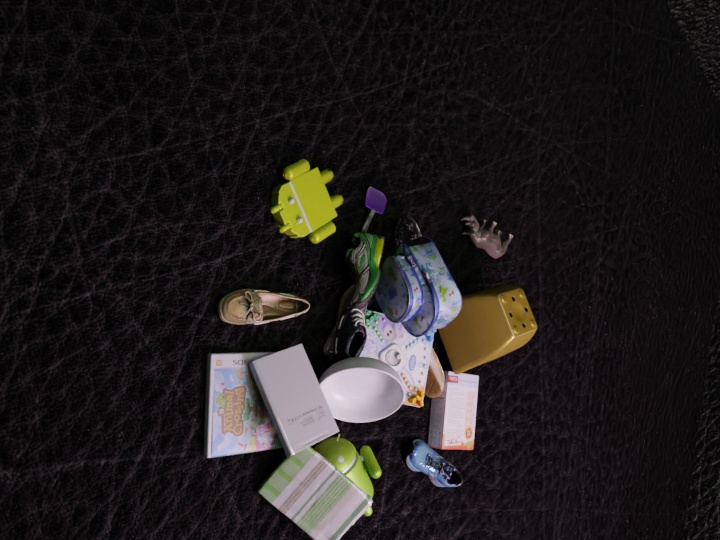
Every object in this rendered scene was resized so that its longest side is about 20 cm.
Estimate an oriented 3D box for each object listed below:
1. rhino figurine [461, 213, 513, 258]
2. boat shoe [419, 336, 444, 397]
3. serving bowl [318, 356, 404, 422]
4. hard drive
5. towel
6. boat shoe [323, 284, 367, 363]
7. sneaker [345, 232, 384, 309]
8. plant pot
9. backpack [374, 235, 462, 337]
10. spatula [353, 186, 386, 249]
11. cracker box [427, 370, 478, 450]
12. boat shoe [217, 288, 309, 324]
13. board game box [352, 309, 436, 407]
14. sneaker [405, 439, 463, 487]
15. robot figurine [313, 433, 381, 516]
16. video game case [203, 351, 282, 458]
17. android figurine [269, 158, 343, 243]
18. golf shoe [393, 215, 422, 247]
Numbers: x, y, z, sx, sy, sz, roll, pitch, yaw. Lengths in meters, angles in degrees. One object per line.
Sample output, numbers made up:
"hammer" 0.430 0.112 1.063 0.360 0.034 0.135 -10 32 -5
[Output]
"rhino figurine" 0.358 -0.103 1.841 0.199 0.060 0.088 29 79 -34
"boat shoe" 0.160 0.224 1.638 0.069 0.073 0.201 -31 101 -63
"serving bowl" -0.002 0.255 1.422 0.200 0.199 0.066 40 30 -33
"hard drive" -0.136 0.263 1.313 0.131 0.027 0.201 -15 76 -43
"towel" -0.093 0.464 1.323 0.200 0.031 0.149 42 94 -5
"boat shoe" -0.010 0.120 1.465 0.074 0.092 0.201 33 66 -31
"sneaker" 0.000 0.000 1.474 0.085 0.078 0.201 14 55 -8
"plant pot" 0.343 0.138 1.685 0.195 0.200 0.196 -11 77 -42
"backpack" 0.128 0.051 1.502 0.146 0.183 0.201 -18 67 -32
"spatula" 0.016 -0.109 1.553 0.056 0.021 0.201 25 73 -17
"cracker box" 0.250 0.374 1.711 0.133 0.057 0.202 15 77 -41
"boat shoe" -0.198 0.072 1.319 0.199 0.062 0.074 -5 91 -42
"board game box" 0.081 0.212 1.541 0.199 0.026 0.202 16 76 -19
"sneaker" 0.196 0.494 1.631 0.200 0.090 0.079 40 62 -32
"robot figurine" -0.044 0.455 1.397 0.174 0.116 0.201 -25 107 -8
"video game case" -0.232 0.269 1.302 0.181 0.022 0.202 5 83 -42
"android figurine" -0.122 -0.151 1.422 0.200 0.041 0.183 -34 110 -40
"golf shoe" 0.147 -0.050 1.648 0.094 0.077 0.201 -38 114 -56
